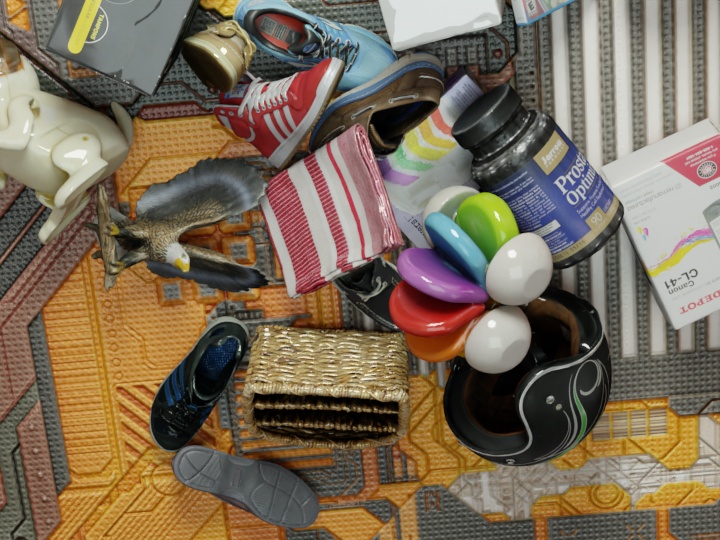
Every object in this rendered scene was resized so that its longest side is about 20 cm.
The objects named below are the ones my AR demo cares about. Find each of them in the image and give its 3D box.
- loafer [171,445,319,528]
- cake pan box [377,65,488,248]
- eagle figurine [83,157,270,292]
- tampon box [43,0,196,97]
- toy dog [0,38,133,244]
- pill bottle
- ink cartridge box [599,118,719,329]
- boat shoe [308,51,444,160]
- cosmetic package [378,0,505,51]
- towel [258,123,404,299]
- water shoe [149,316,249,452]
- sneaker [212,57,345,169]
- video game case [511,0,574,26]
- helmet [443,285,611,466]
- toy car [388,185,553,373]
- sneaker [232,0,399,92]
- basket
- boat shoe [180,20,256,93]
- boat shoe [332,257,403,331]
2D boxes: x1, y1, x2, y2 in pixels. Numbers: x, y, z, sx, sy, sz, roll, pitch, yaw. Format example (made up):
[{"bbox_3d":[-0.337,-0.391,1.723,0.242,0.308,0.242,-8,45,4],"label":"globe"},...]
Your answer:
[{"bbox_3d":[-0.147,0.271,1.819,0.199,0.063,0.072,24,78,-15],"label":"loafer"},{"bbox_3d":[0.118,-0.106,1.685,0.184,0.052,0.200,-38,106,14],"label":"cake pan box"},{"bbox_3d":[-0.213,-0.038,1.684,0.199,0.152,0.152,-12,157,-27],"label":"eagle figurine"},{"bbox_3d":[-0.240,-0.297,1.535,0.126,0.200,0.151,24,107,-8],"label":"tampon box"},{"bbox_3d":[-0.368,-0.166,1.608,0.200,0.140,0.194,42,67,-3],"label":"toy dog"},{"bbox_3d":[0.195,-0.107,1.601,0.112,0.112,0.200,-39,106,12],"label":"pill bottle"},{"bbox_3d":[0.390,-0.055,1.687,0.147,0.086,0.201,-26,106,8],"label":"ink cartridge box"},{"bbox_3d":[0.014,-0.167,1.618,0.072,0.073,0.200,23,135,-34],"label":"boat shoe"},{"bbox_3d":[0.076,-0.362,1.509,0.122,0.200,0.201,-12,110,12],"label":"cosmetic package"},{"bbox_3d":[-0.042,-0.062,1.629,0.200,0.023,0.145,-27,78,45],"label":"towel"},{"bbox_3d":[-0.206,0.146,1.755,0.071,0.079,0.201,27,107,-9],"label":"water shoe"},{"bbox_3d":[-0.096,-0.196,1.600,0.112,0.071,0.200,34,146,-6],"label":"sneaker"},{"bbox_3d":[0.196,-0.384,1.554,0.143,0.018,0.201,-31,114,-37],"label":"video game case"},{"bbox_3d":[0.199,0.134,1.697,0.198,0.201,0.192,4,129,-2],"label":"helmet"},{"bbox_3d":[0.102,0.012,1.570,0.149,0.175,0.201,-8,125,-35],"label":"toy car"},{"bbox_3d":[-0.050,-0.248,1.609,0.199,0.090,0.079,18,103,-9],"label":"sneaker"},{"bbox_3d":[-0.041,0.164,1.720,0.198,0.149,0.144,3,117,-1],"label":"basket"},{"bbox_3d":[-0.151,-0.241,1.560,0.066,0.200,0.074,-40,107,-5],"label":"boat shoe"},{"bbox_3d":[0.000,0.000,1.715,0.074,0.060,0.200,-33,107,9],"label":"boat shoe"}]
